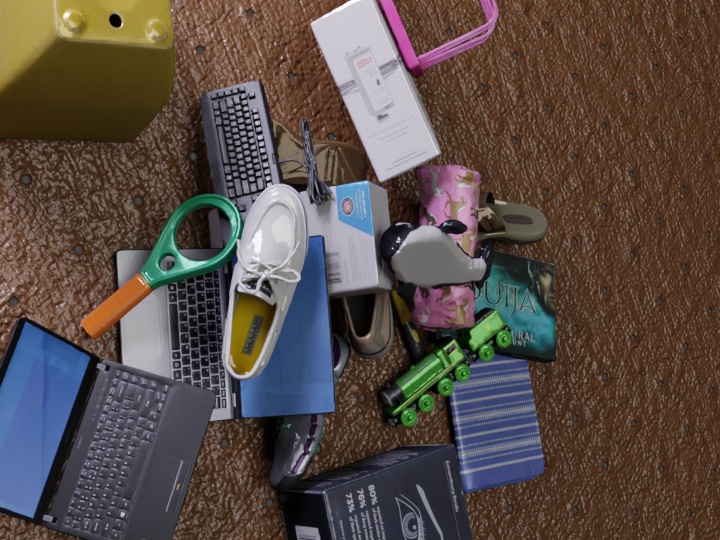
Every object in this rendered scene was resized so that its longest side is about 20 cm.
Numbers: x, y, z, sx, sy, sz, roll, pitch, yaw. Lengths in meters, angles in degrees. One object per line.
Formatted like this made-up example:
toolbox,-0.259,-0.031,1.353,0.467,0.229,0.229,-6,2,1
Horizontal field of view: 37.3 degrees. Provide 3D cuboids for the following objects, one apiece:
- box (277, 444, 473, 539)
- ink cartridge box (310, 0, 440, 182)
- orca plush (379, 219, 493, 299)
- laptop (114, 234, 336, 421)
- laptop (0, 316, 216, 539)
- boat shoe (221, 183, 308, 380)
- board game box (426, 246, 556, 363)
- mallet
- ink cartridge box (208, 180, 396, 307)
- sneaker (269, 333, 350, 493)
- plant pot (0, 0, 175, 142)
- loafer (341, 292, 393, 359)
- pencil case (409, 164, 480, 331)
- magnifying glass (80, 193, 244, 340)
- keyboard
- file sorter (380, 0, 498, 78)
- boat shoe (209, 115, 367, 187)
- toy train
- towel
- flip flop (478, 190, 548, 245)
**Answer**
box,0.022,0.296,1.225,0.198,0.104,0.151,-10,88,-37
ink cartridge box,0.022,-0.219,1.278,0.082,0.147,0.202,-23,98,8
orca plush,0.078,-0.031,1.195,0.198,0.106,0.071,-6,43,-44
laptop,-0.143,0.064,1.125,0.197,0.115,0.191,-1,84,-31
laptop,-0.260,0.166,1.038,0.197,0.103,0.180,17,71,-1
boat shoe,-0.100,0.013,1.072,0.073,0.086,0.205,17,92,-4
board game box,0.175,0.041,1.409,0.197,0.028,0.138,11,72,-30
mallet,0.048,0.061,1.326,0.065,0.041,0.203,-22,99,-37
ink cartridge box,-0.066,-0.025,1.196,0.067,0.197,0.118,8,75,-69
sneaker,-0.082,0.147,1.204,0.087,0.074,0.202,31,55,-17
plant pot,-0.276,-0.246,1.040,0.193,0.199,0.198,-3,84,-36
loafer,0.000,0.000,1.249,0.063,0.071,0.203,54,25,-68
pencil case,0.102,-0.026,1.294,0.081,0.087,0.204,1,90,7
magnifying glass,-0.206,-0.002,1.108,0.199,0.022,0.080,-40,71,-8
keyboard,-0.101,-0.118,1.156,0.125,0.021,0.203,-11,69,-6
file sorter,0.090,-0.328,1.292,0.124,0.200,0.141,-24,95,7
boat shoe,-0.090,-0.132,1.245,0.197,0.062,0.075,15,87,-26
toy train,0.105,0.118,1.323,0.199,0.042,0.057,-37,105,-16
towel,0.173,0.183,1.407,0.143,0.024,0.204,-4,83,-34
flip flop,0.166,-0.073,1.393,0.197,0.058,0.082,2,54,-25
